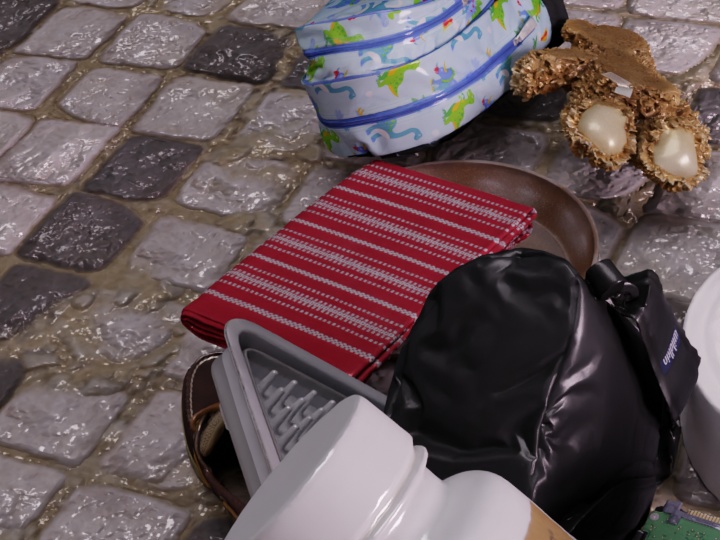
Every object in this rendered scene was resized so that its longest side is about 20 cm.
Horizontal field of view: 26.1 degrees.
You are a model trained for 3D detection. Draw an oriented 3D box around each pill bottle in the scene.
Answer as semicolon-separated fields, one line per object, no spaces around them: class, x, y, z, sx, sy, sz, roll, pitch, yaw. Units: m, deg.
pill bottle;0.045;0.148;0.635;0.200;0.114;0.114;41;49;-5

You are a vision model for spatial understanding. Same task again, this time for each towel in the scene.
towel;0.000;0.000;0.982;0.145;0.022;0.200;20;46;35

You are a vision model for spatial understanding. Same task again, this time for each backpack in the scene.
backpack;0.038;-0.157;1.119;0.163;0.154;0.200;4;47;34
backpack;0.092;0.073;0.792;0.127;0.200;0.167;20;89;27

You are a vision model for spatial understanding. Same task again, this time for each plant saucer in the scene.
plant saucer;0.056;-0.002;1.015;0.200;0.034;0.200;-6;38;5

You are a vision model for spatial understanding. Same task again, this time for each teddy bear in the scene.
teddy bear;0.177;-0.108;1.079;0.145;0.067;0.200;3;30;-20

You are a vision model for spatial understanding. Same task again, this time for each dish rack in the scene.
dish rack;-0.002;0.123;0.800;0.044;0.172;0.200;-46;37;18

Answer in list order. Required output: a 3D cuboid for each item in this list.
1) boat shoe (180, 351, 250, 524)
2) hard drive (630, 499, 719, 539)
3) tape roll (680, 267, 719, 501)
boat shoe;-0.062;0.101;0.881;0.072;0.072;0.200;-15;39;-8
hard drive;0.168;0.205;0.736;0.140;0.038;0.200;14;45;26
tape roll;0.280;0.063;0.863;0.202;0.071;0.202;-6;38;5
